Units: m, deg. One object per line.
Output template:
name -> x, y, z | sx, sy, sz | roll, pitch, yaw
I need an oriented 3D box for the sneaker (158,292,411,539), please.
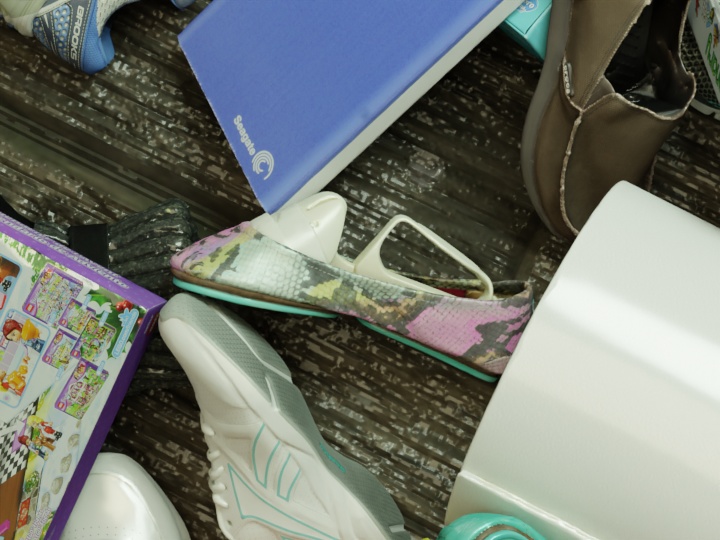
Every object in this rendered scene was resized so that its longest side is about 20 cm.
sneaker -> -0.054, 0.102, 1.382 | 0.080, 0.070, 0.201 | -32, 109, 13

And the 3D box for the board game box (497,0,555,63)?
board game box -> 0.115, -0.226, 1.398 | 0.200, 0.047, 0.151 | -49, 54, 1

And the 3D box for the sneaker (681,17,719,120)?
sneaker -> 0.233, -0.097, 1.374 | 0.200, 0.091, 0.078 | 35, 89, 10

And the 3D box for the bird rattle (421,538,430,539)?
bird rattle -> 0.008, 0.204, 1.350 | 0.200, 0.163, 0.113 | -21, 82, 45

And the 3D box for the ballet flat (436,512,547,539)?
ballet flat -> 0.107, 0.184, 1.264 | 0.067, 0.070, 0.200 | -47, 110, -7

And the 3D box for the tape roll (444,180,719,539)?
tape roll -> 0.148, 0.074, 1.316 | 0.139, 0.203, 0.203 | 27, 89, 9

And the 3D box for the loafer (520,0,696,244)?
loafer -> 0.132, -0.087, 1.348 | 0.073, 0.201, 0.071 | -23, 44, -25

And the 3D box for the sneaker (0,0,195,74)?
sneaker -> -0.109, -0.192, 1.453 | 0.085, 0.077, 0.200 | 44, 99, 0

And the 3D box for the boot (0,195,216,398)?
boot -> -0.170, -0.021, 1.432 | 0.157, 0.079, 0.212 | -18, 93, 13

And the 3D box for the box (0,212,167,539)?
box -> -0.205, 0.074, 1.389 | 0.136, 0.039, 0.201 | 28, 102, 8

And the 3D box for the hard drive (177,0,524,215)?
hard drive -> -0.003, -0.140, 1.394 | 0.200, 0.025, 0.132 | -42, 57, 23

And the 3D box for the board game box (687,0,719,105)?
board game box -> 0.236, -0.116, 1.320 | 0.125, 0.200, 0.035 | 3, 125, -7

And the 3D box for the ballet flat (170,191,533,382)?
ballet flat -> 0.000, 0.000, 1.388 | 0.199, 0.069, 0.072 | 17, 102, -12

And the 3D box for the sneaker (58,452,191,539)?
sneaker -> -0.131, 0.197, 1.398 | 0.074, 0.100, 0.201 | -5, 82, 10
